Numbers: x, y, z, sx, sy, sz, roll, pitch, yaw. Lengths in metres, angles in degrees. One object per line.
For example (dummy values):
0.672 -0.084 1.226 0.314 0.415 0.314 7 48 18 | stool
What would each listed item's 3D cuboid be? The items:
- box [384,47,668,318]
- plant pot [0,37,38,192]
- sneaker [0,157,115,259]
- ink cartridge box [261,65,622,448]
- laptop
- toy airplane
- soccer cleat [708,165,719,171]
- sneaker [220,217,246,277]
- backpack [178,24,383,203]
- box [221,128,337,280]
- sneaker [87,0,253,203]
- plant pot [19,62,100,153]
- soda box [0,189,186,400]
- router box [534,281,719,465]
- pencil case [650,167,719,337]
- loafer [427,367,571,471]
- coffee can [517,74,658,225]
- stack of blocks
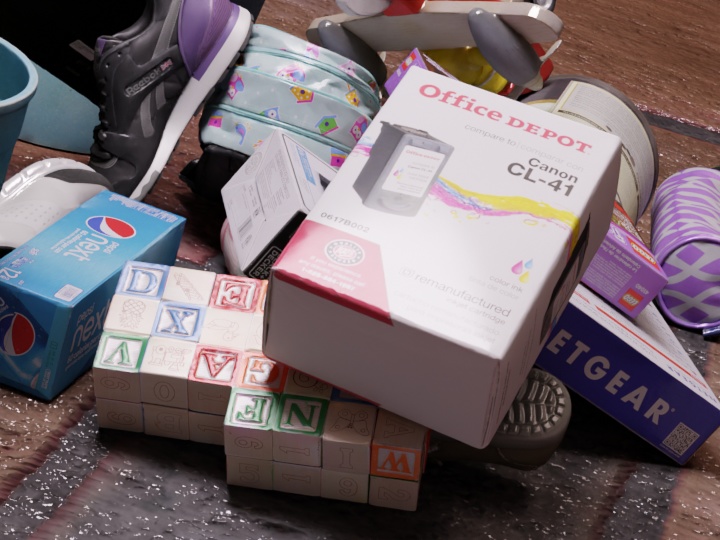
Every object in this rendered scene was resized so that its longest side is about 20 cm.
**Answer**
0.112 -0.061 1.539 0.200 0.039 0.137 35 16 -22 | box
-0.307 -0.047 1.342 0.199 0.188 0.200 13 20 -5 | plant pot
-0.228 -0.017 1.506 0.080 0.074 0.200 34 33 23 | sneaker
0.050 -0.013 1.326 0.147 0.086 0.200 21 50 14 | ink cartridge box
-0.165 -0.230 1.674 0.177 0.200 0.104 35 39 -49 | laptop
0.053 -0.176 1.714 0.198 0.142 0.200 11 -6 1 | toy airplane
0.385 -0.039 1.987 0.199 0.068 0.081 19 34 8 | soccer cleat
0.000 0.000 1.596 0.200 0.076 0.105 6 18 -5 | sneaker
-0.054 -0.105 1.691 0.166 0.127 0.200 12 -4 5 | backpack
0.008 0.004 1.487 0.200 0.060 0.117 36 18 -26 | box
-0.167 -0.124 1.621 0.087 0.200 0.076 33 -2 -23 | sneaker
-0.232 -0.194 1.845 0.199 0.135 0.200 14 21 -5 | plant pot
-0.180 0.012 1.450 0.064 0.068 0.200 20 21 11 | soda box
0.141 0.024 1.545 0.200 0.049 0.180 35 15 -26 | router box
0.277 -0.022 1.830 0.085 0.084 0.200 -17 19 12 | pencil case
0.034 0.093 1.417 0.199 0.070 0.075 11 53 17 | loafer
0.147 -0.059 1.747 0.146 0.147 0.200 18 21 8 | coffee can
-0.055 0.067 1.344 0.199 0.059 0.115 8 48 5 | stack of blocks
